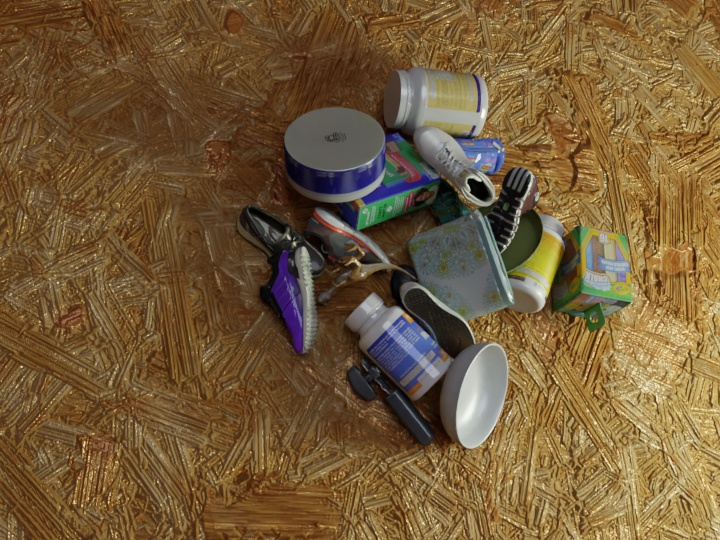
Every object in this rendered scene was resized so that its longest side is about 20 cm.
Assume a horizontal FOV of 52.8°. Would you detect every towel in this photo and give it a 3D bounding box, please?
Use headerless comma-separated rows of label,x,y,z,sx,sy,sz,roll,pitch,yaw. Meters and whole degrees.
towel,0.197,-0.001,1.444,0.048,0.170,0.201,-4,74,-64

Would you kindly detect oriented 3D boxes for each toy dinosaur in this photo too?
toy dinosaur,0.000,0.000,1.420,0.199,0.107,0.061,-22,40,-5

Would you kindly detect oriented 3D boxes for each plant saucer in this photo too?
plant saucer,0.284,-0.060,1.509,0.199,0.031,0.201,-17,46,18

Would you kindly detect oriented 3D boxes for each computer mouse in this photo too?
computer mouse,0.105,0.080,1.454,0.058,0.034,0.201,-7,72,-20

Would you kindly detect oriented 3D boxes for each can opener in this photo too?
can opener,0.055,0.253,1.370,0.067,0.053,0.200,-40,84,6

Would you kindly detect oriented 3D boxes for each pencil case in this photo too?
pencil case,0.230,-0.251,1.562,0.199,0.087,0.079,-4,77,-39

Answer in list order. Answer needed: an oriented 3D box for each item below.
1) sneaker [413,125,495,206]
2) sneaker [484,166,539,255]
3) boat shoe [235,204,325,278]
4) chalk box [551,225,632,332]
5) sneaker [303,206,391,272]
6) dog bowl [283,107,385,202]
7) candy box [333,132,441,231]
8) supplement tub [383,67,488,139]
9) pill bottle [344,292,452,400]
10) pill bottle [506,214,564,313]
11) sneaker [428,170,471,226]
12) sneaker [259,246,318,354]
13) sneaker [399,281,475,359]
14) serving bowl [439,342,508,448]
sneaker,0.191,-0.207,1.428,0.200,0.116,0.074,42,96,-13
sneaker,0.310,-0.108,1.467,0.076,0.201,0.115,37,21,29
boat shoe,-0.153,-0.056,1.412,0.199,0.065,0.073,31,62,-4
chalk box,0.487,0.027,1.540,0.123,0.124,0.201,11,65,-13
sneaker,-0.028,-0.045,1.455,0.200,0.077,0.082,35,101,-13
dog bowl,-0.050,-0.228,1.412,0.199,0.079,0.201,0,48,0
candy box,0.035,-0.185,1.484,0.199,0.077,0.169,-22,54,-23
supplement tub,0.162,-0.364,1.585,0.199,0.145,0.146,3,68,-16
pill bottle,0.068,0.139,1.374,0.200,0.112,0.112,45,64,5
pill bottle,0.362,-0.018,1.528,0.109,0.109,0.201,30,64,-4
sneaker,0.188,-0.128,1.519,0.077,0.080,0.200,-35,70,-6
sneaker,-0.139,0.060,1.374,0.099,0.070,0.202,-6,85,11
sneaker,0.150,0.091,1.415,0.073,0.085,0.200,-41,108,2
serving bowl,0.204,0.228,1.366,0.066,0.201,0.201,11,56,36
